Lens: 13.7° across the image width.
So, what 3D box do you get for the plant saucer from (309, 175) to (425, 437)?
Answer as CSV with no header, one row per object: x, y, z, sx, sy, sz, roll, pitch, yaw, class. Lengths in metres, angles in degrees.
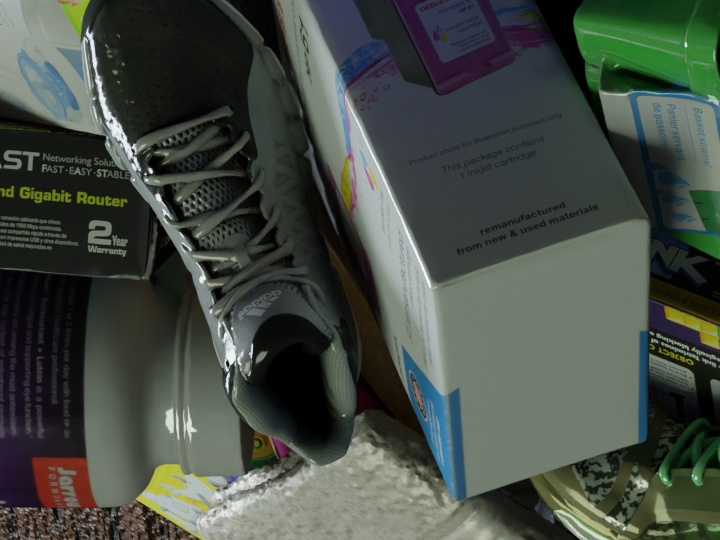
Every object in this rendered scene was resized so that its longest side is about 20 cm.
0.000,0.000,1.297,0.200,0.035,0.200,53,173,9,plant saucer

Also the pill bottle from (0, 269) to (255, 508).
-0.148,0.050,1.335,0.199,0.112,0.112,0,146,4,pill bottle

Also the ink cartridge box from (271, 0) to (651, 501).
0.034,-0.039,1.125,0.145,0.084,0.200,83,168,-53,ink cartridge box

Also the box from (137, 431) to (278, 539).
-0.129,0.055,1.449,0.200,0.048,0.117,33,157,2,box

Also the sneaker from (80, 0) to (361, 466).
-0.042,-0.015,1.129,0.116,0.075,0.200,-113,-3,-68,sneaker

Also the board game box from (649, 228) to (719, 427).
0.138,0.039,1.271,0.200,0.057,0.166,22,152,26,board game box

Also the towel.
0.013,0.123,1.323,0.132,0.035,0.200,34,154,-11,towel

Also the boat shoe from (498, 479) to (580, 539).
0.097,0.145,1.473,0.065,0.074,0.202,19,140,29,boat shoe

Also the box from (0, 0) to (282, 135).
-0.120,-0.132,1.253,0.200,0.101,0.113,12,144,40,box

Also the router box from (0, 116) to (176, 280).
-0.176,-0.043,1.336,0.199,0.062,0.150,4,-172,4,router box

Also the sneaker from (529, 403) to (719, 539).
0.159,0.082,1.195,0.200,0.077,0.089,22,138,15,sneaker

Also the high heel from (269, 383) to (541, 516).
0.041,0.104,1.373,0.096,0.067,0.200,-22,112,47,high heel

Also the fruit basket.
0.176,-0.055,1.038,0.200,0.094,0.185,17,148,27,fruit basket

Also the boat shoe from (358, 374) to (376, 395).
-0.002,0.059,1.455,0.065,0.072,0.200,32,154,60,boat shoe

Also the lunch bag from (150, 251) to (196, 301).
-0.129,0.009,1.515,0.160,0.077,0.200,40,154,-6,lunch bag
